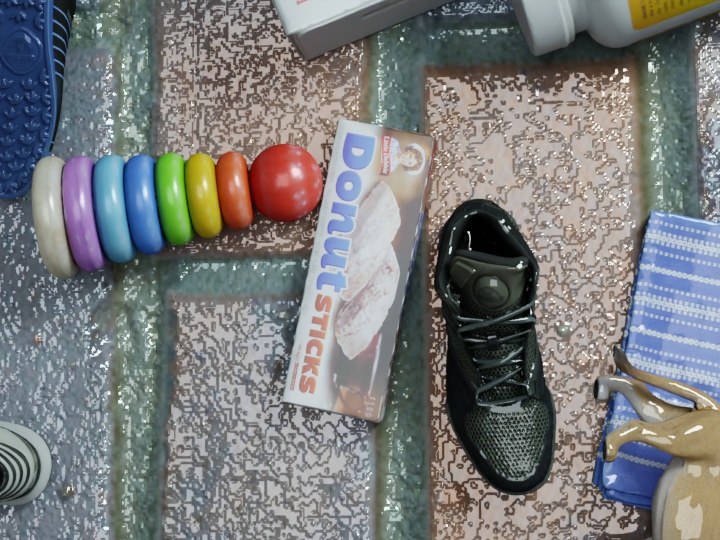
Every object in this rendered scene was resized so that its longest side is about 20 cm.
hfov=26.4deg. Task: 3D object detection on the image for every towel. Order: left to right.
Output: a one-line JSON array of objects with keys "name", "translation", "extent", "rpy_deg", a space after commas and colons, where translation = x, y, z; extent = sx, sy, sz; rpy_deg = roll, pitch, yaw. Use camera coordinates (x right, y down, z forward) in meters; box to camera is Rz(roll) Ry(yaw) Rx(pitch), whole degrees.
[{"name": "towel", "translation": [0.245, 0.069, 1.040], "extent": [0.143, 0.024, 0.203], "rpy_deg": [11, 85, 6]}]

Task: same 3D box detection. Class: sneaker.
[{"name": "sneaker", "translation": [-0.321, 0.120, 1.050], "extent": [0.198, 0.115, 0.077], "rpy_deg": [7, 85, 7]}, {"name": "sneaker", "translation": [-0.236, -0.155, 1.099], "extent": [0.069, 0.078, 0.203], "rpy_deg": [11, 107, 5]}, {"name": "sneaker", "translation": [0.087, 0.050, 1.016], "extent": [0.075, 0.114, 0.202], "rpy_deg": [-6, 85, 7]}]

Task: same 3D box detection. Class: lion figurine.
[{"name": "lion figurine", "translation": [0.210, 0.150, 0.989], "extent": [0.121, 0.072, 0.203], "rpy_deg": [2, 97, -2]}]

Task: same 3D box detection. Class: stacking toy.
[{"name": "stacking toy", "translation": [-0.124, -0.047, 1.070], "extent": [0.197, 0.085, 0.087], "rpy_deg": [-7, 83, 0]}]

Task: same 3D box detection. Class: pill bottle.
[{"name": "pill bottle", "translation": [0.196, -0.217, 1.030], "extent": [0.198, 0.113, 0.114], "rpy_deg": [-20, 82, 4]}]

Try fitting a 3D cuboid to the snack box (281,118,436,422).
[{"name": "snack box", "translation": [0.000, 0.000, 1.073], "extent": [0.071, 0.024, 0.203], "rpy_deg": [11, 86, 9]}]

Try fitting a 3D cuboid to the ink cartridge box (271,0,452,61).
[{"name": "ink cartridge box", "translation": [-0.016, -0.269, 1.072], "extent": [0.144, 0.084, 0.202], "rpy_deg": [-21, 82, 4]}]
